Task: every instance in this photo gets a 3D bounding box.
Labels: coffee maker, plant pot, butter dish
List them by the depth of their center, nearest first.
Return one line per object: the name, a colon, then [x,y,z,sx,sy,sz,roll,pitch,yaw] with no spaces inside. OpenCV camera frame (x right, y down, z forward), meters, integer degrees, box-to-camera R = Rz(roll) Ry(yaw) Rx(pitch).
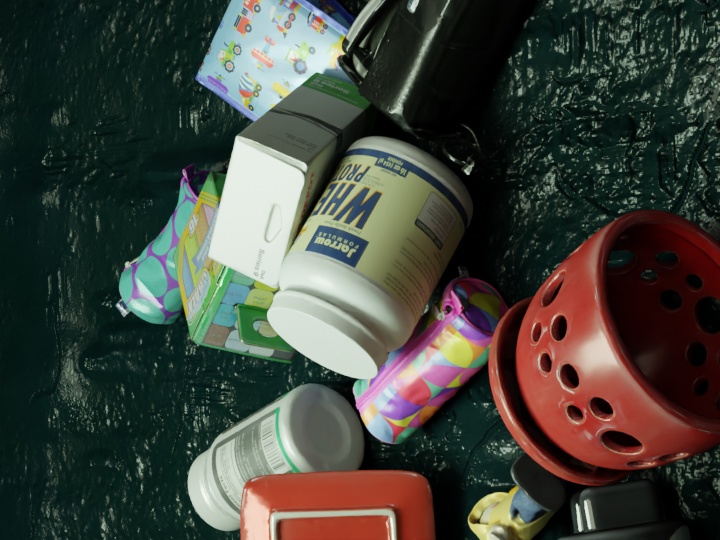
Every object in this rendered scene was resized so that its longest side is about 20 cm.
plant pot: [0.222,0.078,1.394,0.182,0.199,0.202,-42,61,46]
coffee maker: [0.097,-0.236,1.587,0.191,0.134,0.201,36,119,14]
butter dish: [-0.016,0.305,1.699,0.197,0.148,0.202,-3,87,5]

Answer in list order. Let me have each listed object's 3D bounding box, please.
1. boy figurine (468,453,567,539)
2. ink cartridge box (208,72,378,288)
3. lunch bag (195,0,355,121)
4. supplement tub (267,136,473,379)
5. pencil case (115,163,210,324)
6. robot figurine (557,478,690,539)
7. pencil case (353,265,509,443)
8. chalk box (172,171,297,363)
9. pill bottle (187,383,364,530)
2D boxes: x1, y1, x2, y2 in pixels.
boy figurine: [0.154,0.212,1.534,0.064,0.124,0.200,39,156,6]
ink cartridge box: [-0.065,-0.095,1.670,0.083,0.200,0.147,23,121,12]
lunch bag: [-0.061,-0.217,1.778,0.200,0.094,0.151,42,119,25]
supplement tub: [0.008,-0.012,1.599,0.144,0.145,0.201,6,60,46]
pencil case: [-0.212,-0.026,1.934,0.092,0.085,0.200,41,123,4]
robot figurine: [0.233,0.287,1.432,0.124,0.150,0.203,-14,80,33]
pencil case: [0.069,0.088,1.636,0.200,0.088,0.089,-52,56,35]
chalk box: [-0.113,0.009,1.755,0.125,0.123,0.201,-62,29,28]
pill bottle: [-0.096,0.209,1.794,0.199,0.112,0.114,-32,68,43]
